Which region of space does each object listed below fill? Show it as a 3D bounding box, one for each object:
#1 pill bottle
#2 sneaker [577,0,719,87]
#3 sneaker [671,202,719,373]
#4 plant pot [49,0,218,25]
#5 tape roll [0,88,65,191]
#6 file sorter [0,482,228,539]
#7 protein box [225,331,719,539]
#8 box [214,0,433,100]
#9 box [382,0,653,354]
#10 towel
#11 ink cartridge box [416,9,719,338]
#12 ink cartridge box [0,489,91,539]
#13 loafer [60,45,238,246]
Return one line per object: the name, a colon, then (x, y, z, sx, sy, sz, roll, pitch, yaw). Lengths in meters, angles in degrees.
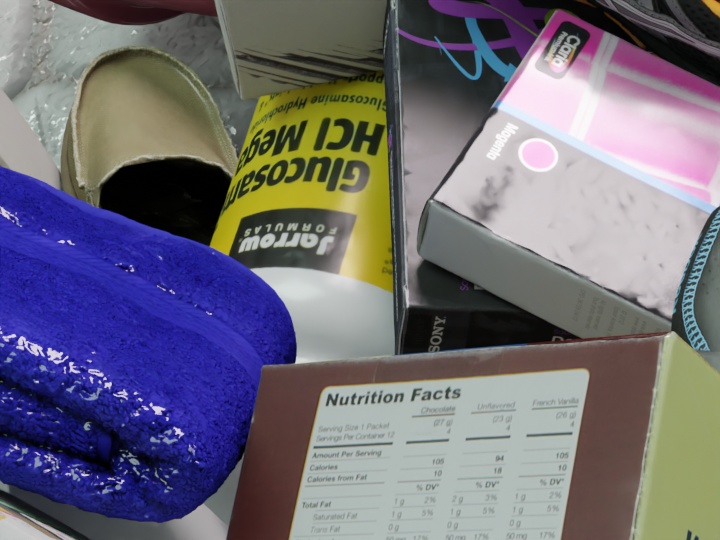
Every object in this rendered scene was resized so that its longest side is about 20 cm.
pill bottle: (0.000, 0.000, 1.106, 0.112, 0.113, 0.201, -8, 50, 33)
sneaker: (0.087, -0.120, 0.989, 0.079, 0.199, 0.077, -62, 1, -17)
sneaker: (0.187, 0.030, 0.884, 0.073, 0.199, 0.082, 151, 130, -71)
plant pot: (-0.045, -0.186, 1.260, 0.178, 0.200, 0.200, 24, 71, 33)
tape roll: (-0.196, 0.016, 1.178, 0.139, 0.203, 0.203, -30, 41, 14)
file sorter: (-0.103, 0.147, 0.990, 0.124, 0.200, 0.139, -29, 41, 17)
protein box: (0.059, 0.150, 0.838, 0.134, 0.198, 0.201, -5, 62, 35)
box: (0.042, -0.130, 1.080, 0.199, 0.069, 0.083, -12, 53, -1)
box: (0.107, -0.029, 1.021, 0.199, 0.036, 0.144, 4, 51, -7)
towel: (-0.095, 0.012, 0.886, 0.200, 0.147, 0.050, -62, -10, -78)
ink cartridge box: (0.126, -0.002, 0.959, 0.199, 0.037, 0.095, 28, 57, 9)
ink cartridge box: (-0.098, 0.139, 0.774, 0.200, 0.084, 0.145, 23, 83, 49)
loafer: (-0.077, -0.027, 1.204, 0.076, 0.068, 0.201, 3, 43, -17)
